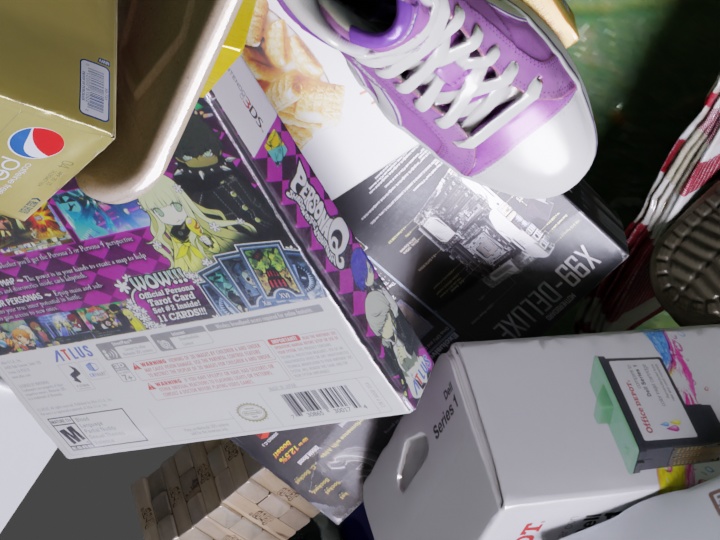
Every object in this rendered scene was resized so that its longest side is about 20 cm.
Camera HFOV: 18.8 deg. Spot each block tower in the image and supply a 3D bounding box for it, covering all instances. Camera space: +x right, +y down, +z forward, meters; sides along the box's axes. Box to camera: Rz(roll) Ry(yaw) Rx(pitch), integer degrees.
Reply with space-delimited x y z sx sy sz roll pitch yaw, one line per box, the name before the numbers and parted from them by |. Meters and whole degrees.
block tower | -0.024 0.081 1.113 0.200 0.054 0.058 -38 132 15

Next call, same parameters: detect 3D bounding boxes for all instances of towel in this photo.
towel | 0.180 -0.059 1.047 0.144 0.023 0.201 -25 148 -49

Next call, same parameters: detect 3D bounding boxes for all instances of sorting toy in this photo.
sorting toy | -0.055 -0.141 0.782 0.036 0.185 0.201 21 110 -27

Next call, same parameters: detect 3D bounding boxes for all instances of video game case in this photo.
video game case | -0.094 -0.002 0.922 0.199 0.036 0.182 -11 126 35

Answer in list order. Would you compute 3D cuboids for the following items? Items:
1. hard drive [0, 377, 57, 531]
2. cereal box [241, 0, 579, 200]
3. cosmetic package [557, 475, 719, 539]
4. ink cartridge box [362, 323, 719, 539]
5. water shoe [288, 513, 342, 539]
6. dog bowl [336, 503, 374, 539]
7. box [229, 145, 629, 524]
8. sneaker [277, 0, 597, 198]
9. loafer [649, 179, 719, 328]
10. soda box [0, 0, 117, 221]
hard drive | -0.250 0.080 1.040 0.199 0.025 0.132 17 123 -33
cereal box | -0.029 -0.103 0.911 0.199 0.040 0.144 -33 112 13
cosmetic package | 0.150 0.179 0.963 0.101 0.074 0.201 -22 143 -1
ink cartridge box | 0.119 0.096 0.992 0.198 0.084 0.145 -3 148 -21
water shoe | -0.097 0.194 1.175 0.200 0.072 0.079 -39 131 14
dog bowl | 0.084 0.155 1.207 0.198 0.079 0.201 -12 134 -12
box | 0.000 0.000 1.009 0.157 0.050 0.200 39 108 -19
sneaker | 0.021 -0.085 0.837 0.073 0.114 0.200 -41 112 15
loafer | 0.217 -0.038 1.022 0.199 0.076 0.068 -36 155 -7
soda box | -0.128 -0.125 0.773 0.064 0.201 0.068 18 145 -32
